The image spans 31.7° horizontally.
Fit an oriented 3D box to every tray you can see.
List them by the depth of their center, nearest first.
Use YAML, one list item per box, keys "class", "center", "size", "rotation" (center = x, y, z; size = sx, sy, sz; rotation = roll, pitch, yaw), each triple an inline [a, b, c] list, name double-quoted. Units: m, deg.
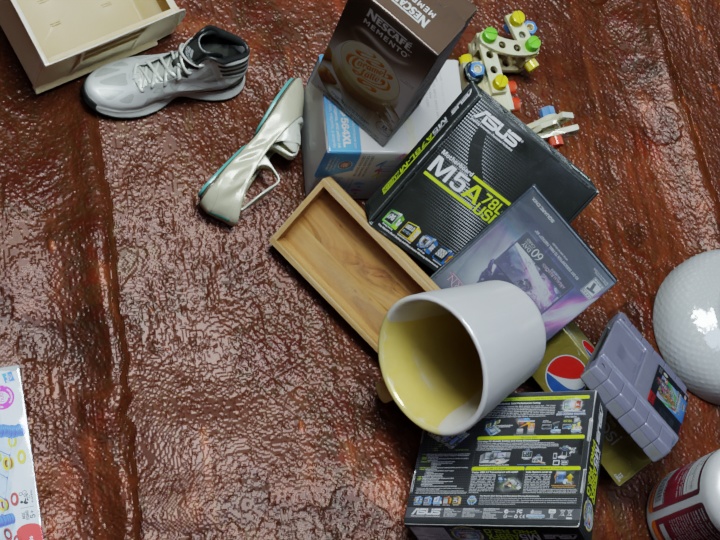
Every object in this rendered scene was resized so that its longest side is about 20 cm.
- class: "tray"
  center: [0.000, 0.000, 1.447]
  size: [0.200, 0.037, 0.099]
  rotation: [45, 107, 4]

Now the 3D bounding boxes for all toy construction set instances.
- class: "toy construction set"
  center: [0.192, -0.228, 1.597]
  size: [0.129, 0.093, 0.202]
  rotation: [-9, 61, -19]

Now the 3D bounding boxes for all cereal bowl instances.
- class: "cereal bowl"
  center: [0.466, 0.061, 1.562]
  size: [0.197, 0.083, 0.203]
  rotation: [6, 67, -14]

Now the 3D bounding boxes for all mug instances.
- class: "mug"
  center: [0.109, 0.077, 1.372]
  size: [0.152, 0.185, 0.152]
  rotation: [-20, 113, -43]

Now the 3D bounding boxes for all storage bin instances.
- class: "storage bin"
  center: [-0.329, -0.338, 1.456]
  size: [0.197, 0.094, 0.202]
  rotation: [-28, 87, -28]

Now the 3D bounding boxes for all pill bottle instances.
- class: "pill bottle"
  center: [0.408, 0.257, 1.403]
  size: [0.111, 0.200, 0.115]
  rotation: [5, 68, -14]

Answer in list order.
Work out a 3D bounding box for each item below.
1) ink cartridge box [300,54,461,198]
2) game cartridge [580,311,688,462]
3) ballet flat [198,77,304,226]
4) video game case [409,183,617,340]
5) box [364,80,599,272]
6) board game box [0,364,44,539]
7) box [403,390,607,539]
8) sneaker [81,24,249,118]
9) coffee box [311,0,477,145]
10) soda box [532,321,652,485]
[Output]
- class: "ink cartridge box"
  center: [0.037, -0.166, 1.500]
  size: [0.197, 0.129, 0.127]
  rotation: [0, 69, -15]
- class: "game cartridge"
  center: [0.319, 0.129, 1.452]
  size: [0.130, 0.038, 0.200]
  rotation: [45, 25, 3]
- class: "ballet flat"
  center: [-0.110, -0.135, 1.482]
  size: [0.069, 0.070, 0.201]
  rotation: [36, 73, 0]
- class: "video game case"
  center: [0.169, 0.022, 1.435]
  size: [0.200, 0.019, 0.143]
  rotation: [-42, 91, 18]
- class: "box"
  center: [0.137, -0.081, 1.444]
  size: [0.199, 0.193, 0.048]
  rotation: [35, 21, -25]
- class: "board game box"
  center: [-0.423, 0.209, 1.259]
  size: [0.193, 0.056, 0.203]
  rotation: [-8, 72, -19]
- class: "box"
  center: [0.156, 0.210, 1.356]
  size: [0.197, 0.044, 0.162]
  rotation: [-5, 51, 27]
- class: "sneaker"
  center: [-0.221, -0.241, 1.462]
  size: [0.198, 0.115, 0.077]
  rotation: [-12, 73, -20]
- class: "coffee box"
  center: [0.031, -0.236, 1.344]
  size: [0.114, 0.200, 0.080]
  rotation: [39, 64, 3]
- class: "soda box"
  center: [0.266, 0.144, 1.468]
  size: [0.068, 0.064, 0.201]
  rotation: [-41, 83, 18]
